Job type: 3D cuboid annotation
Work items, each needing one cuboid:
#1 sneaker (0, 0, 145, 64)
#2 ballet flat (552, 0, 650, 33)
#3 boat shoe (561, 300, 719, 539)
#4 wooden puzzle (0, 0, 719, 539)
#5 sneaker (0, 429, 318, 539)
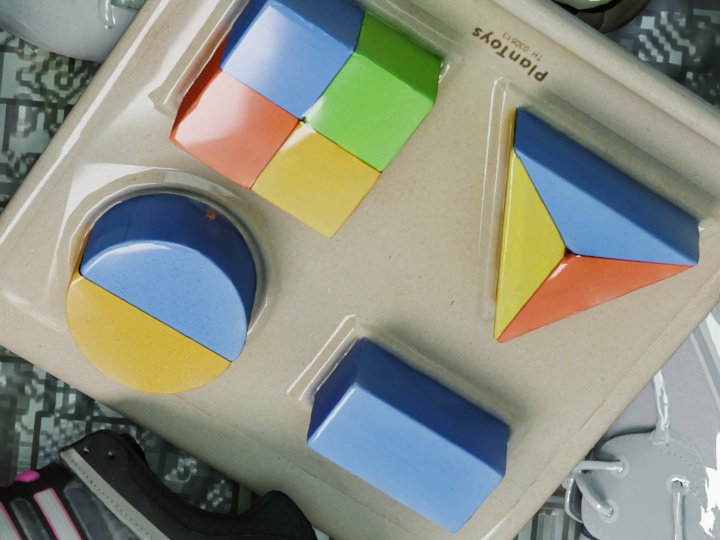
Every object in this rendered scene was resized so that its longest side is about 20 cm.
[{"bbox_3d":[-0.036,-0.083,0.797,0.200,0.080,0.071,19,94,-4],"label":"sneaker"},{"bbox_3d":[0.019,-0.151,0.811,0.067,0.046,0.200,-40,95,0],"label":"ballet flat"},{"bbox_3d":[0.098,0.074,0.826,0.068,0.072,0.200,-17,104,-3],"label":"boat shoe"},{"bbox_3d":[0.000,0.000,0.764,0.185,0.046,0.200,31,123,-13],"label":"wooden puzzle"},{"bbox_3d":[-0.099,0.089,0.807,0.200,0.074,0.088,10,57,13],"label":"sneaker"}]
